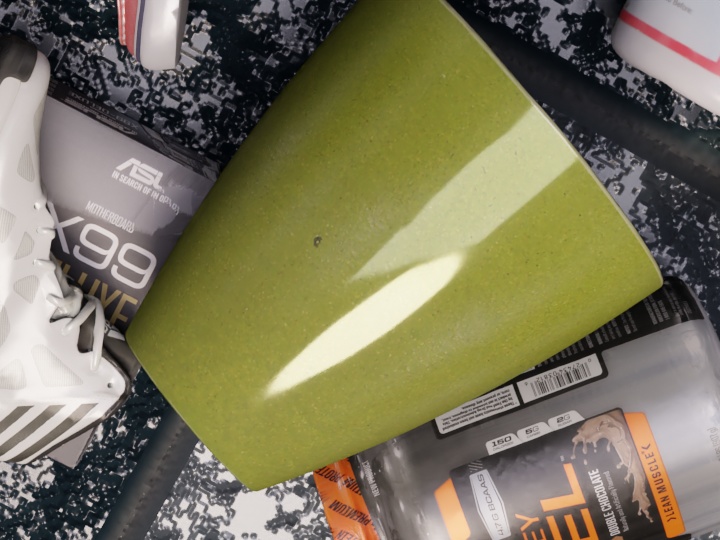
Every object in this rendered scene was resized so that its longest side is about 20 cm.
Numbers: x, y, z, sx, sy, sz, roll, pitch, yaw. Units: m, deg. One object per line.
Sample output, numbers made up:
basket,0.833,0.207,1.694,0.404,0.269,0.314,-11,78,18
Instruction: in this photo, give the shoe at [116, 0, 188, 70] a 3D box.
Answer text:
shoe,-0.121,-0.194,1.066,0.090,0.071,0.202,1,99,-2

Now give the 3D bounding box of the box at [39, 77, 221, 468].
box,-0.187,-0.022,1.112,0.199,0.050,0.159,28,101,-9

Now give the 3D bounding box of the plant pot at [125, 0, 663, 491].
plant pot,0.000,0.000,1.043,0.200,0.187,0.187,-41,103,0

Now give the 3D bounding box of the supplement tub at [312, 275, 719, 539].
supplement tub,0.082,0.090,1.116,0.199,0.123,0.123,-21,104,3

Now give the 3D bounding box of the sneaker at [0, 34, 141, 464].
sneaker,-0.146,-0.003,1.065,0.114,0.076,0.202,14,110,-15

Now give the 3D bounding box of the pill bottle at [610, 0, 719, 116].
pill bottle,0.204,-0.166,1.065,0.108,0.109,0.201,25,102,-9
